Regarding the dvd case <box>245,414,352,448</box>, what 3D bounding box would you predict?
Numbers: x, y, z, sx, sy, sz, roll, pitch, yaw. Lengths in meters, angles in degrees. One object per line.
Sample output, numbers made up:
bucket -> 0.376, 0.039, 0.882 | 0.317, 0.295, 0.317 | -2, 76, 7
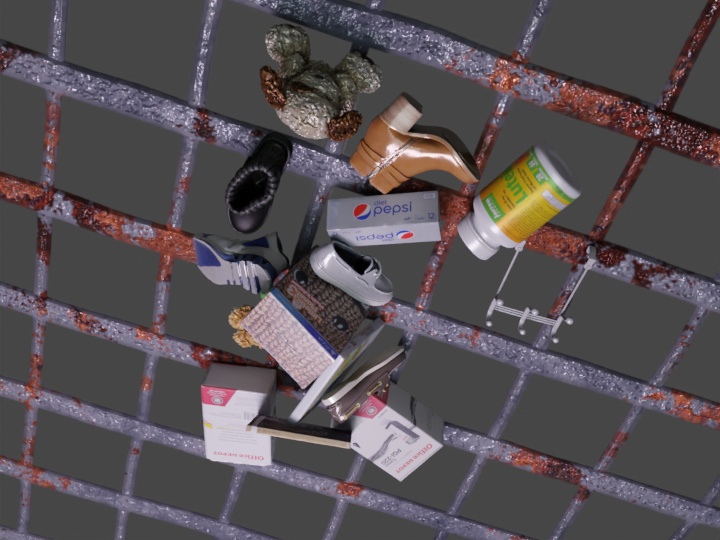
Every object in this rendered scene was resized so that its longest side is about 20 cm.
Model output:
dvd case -> -0.113, 0.308, 1.516 | 0.195, 0.149, 0.016 | 9, 87, 1

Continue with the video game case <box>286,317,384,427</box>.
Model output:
video game case -> -0.046, 0.193, 1.508 | 0.023, 0.182, 0.201 | 41, 120, 9

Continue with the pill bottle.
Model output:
pill bottle -> 0.259, -0.110, 1.319 | 0.111, 0.112, 0.199 | 40, 118, -17

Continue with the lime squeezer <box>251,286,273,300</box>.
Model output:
lime squeezer -> -0.191, 0.034, 1.477 | 0.199, 0.070, 0.038 | 41, 105, 29

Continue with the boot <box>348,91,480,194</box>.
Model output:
boot -> 0.090, -0.180, 1.325 | 0.200, 0.074, 0.155 | 42, 117, -4

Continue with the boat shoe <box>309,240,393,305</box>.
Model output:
boat shoe -> 0.000, 0.000, 1.417 | 0.068, 0.073, 0.198 | -32, 131, 34

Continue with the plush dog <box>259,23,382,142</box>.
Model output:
plush dog -> -0.079, -0.268, 1.230 | 0.196, 0.173, 0.162 | 22, 122, -7

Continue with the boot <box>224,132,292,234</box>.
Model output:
boot -> -0.188, -0.122, 1.341 | 0.078, 0.159, 0.213 | 22, 122, -7

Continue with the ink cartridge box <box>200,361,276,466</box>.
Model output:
ink cartridge box -> -0.251, 0.301, 1.653 | 0.144, 0.086, 0.203 | 6, 124, 3

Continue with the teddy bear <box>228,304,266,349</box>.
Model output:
teddy bear -> -0.162, 0.116, 1.539 | 0.196, 0.067, 0.147 | 13, 124, 0

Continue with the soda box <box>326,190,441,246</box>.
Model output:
soda box -> 0.042, -0.088, 1.376 | 0.195, 0.065, 0.069 | -4, 154, 10

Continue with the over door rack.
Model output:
over door rack -> 0.323, 0.037, 1.428 | 0.145, 0.067, 0.203 | 14, 122, -3

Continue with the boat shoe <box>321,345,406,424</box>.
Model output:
boat shoe -> 0.016, 0.217, 1.520 | 0.060, 0.198, 0.072 | 60, 153, -6

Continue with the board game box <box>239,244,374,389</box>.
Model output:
board game box -> -0.090, 0.077, 1.397 | 0.160, 0.200, 0.097 | 45, 123, -5

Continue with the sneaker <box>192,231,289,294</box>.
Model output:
sneaker -> -0.205, -0.024, 1.453 | 0.197, 0.115, 0.082 | 19, 125, 31

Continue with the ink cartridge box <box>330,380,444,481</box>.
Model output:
ink cartridge box -> 0.056, 0.321, 1.627 | 0.199, 0.085, 0.146 | 35, 120, -16
